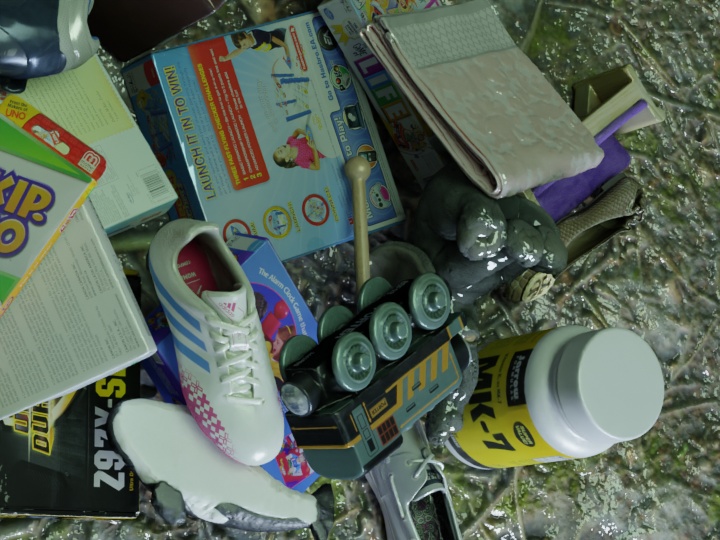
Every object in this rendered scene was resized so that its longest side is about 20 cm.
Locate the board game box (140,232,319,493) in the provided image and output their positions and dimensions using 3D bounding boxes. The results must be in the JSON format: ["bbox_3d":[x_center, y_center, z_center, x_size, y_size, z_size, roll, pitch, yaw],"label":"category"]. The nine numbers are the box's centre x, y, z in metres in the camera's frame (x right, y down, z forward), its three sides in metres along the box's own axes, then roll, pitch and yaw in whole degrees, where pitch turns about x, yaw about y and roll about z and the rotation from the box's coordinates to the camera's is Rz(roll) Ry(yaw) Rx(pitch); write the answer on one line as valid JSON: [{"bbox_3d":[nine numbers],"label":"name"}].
[{"bbox_3d":[-0.087,0.089,1.730,0.134,0.045,0.200,-44,122,-26],"label":"board game box"}]

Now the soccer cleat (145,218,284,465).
[{"bbox_3d":[-0.105,0.055,1.615,0.070,0.086,0.200,-25,93,-30],"label":"soccer cleat"}]

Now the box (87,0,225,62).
[{"bbox_3d":[-0.185,-0.306,1.705,0.200,0.166,0.164,42,60,-20],"label":"box"}]

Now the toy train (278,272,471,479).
[{"bbox_3d":[0.014,0.080,1.689,0.200,0.085,0.114,-36,113,-44],"label":"toy train"}]

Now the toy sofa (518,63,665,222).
[{"bbox_3d":[0.193,-0.098,1.969,0.200,0.083,0.098,-39,102,-33],"label":"toy sofa"}]

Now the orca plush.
[{"bbox_3d":[-0.117,0.157,1.679,0.200,0.071,0.105,14,74,-23],"label":"orca plush"}]

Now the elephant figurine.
[{"bbox_3d":[0.069,0.016,1.812,0.141,0.200,0.155,31,24,-19],"label":"elephant figurine"}]

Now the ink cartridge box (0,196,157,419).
[{"bbox_3d":[-0.276,0.030,1.602,0.200,0.050,0.161,-24,86,1],"label":"ink cartridge box"}]

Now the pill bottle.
[{"bbox_3d":[0.162,0.108,1.837,0.114,0.200,0.114,7,77,-33],"label":"pill bottle"}]

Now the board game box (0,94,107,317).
[{"bbox_3d":[-0.281,-0.027,1.571,0.096,0.030,0.200,35,85,3],"label":"board game box"}]

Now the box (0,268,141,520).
[{"bbox_3d":[-0.251,0.094,1.658,0.160,0.049,0.200,7,77,-34],"label":"box"}]

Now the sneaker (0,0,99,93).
[{"bbox_3d":[-0.281,-0.230,1.657,0.146,0.081,0.200,-6,55,-37],"label":"sneaker"}]

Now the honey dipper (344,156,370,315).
[{"bbox_3d":[0.000,0.000,1.779,0.038,0.038,0.200,7,70,-33],"label":"honey dipper"}]

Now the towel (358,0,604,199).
[{"bbox_3d":[0.110,-0.152,1.836,0.191,0.032,0.200,53,32,11],"label":"towel"}]

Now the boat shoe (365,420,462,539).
[{"bbox_3d":[0.046,0.187,1.825,0.072,0.069,0.200,-8,85,-34],"label":"boat shoe"}]

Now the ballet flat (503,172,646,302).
[{"bbox_3d":[0.203,-0.025,1.971,0.046,0.067,0.200,41,51,14],"label":"ballet flat"}]

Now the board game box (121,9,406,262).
[{"bbox_3d":[-0.079,-0.106,1.805,0.196,0.056,0.200,-19,92,-34],"label":"board game box"}]

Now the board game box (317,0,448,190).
[{"bbox_3d":[0.049,-0.180,1.878,0.200,0.034,0.134,59,35,-18],"label":"board game box"}]

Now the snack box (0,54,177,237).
[{"bbox_3d":[-0.243,-0.116,1.684,0.116,0.037,0.200,-25,82,-35],"label":"snack box"}]
